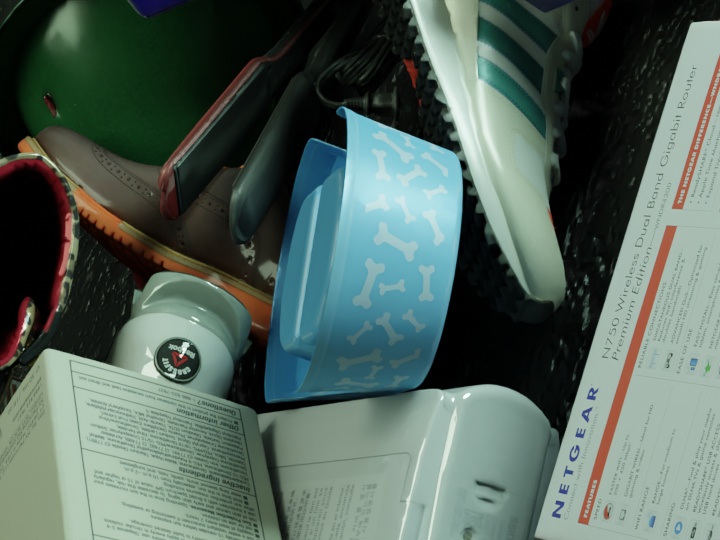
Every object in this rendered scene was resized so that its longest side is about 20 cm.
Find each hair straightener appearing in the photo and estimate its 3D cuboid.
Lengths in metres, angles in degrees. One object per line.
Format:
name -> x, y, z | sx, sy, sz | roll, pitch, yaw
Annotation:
hair straightener -> -0.008, -0.081, 1.295 | 0.200, 0.077, 0.041 | -51, -26, -38

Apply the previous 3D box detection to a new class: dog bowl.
dog bowl -> 0.000, 0.000, 1.160 | 0.200, 0.049, 0.112 | 149, 130, -80

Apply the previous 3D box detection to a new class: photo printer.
photo printer -> -0.008, 0.134, 1.169 | 0.200, 0.069, 0.167 | -14, 60, 59

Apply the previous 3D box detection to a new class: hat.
hat -> -0.076, -0.028, 1.362 | 0.165, 0.200, 0.176 | -25, 54, 5

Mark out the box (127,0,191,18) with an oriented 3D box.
box -> -0.025, -0.230, 1.287 | 0.200, 0.105, 0.184 | -21, 31, 23

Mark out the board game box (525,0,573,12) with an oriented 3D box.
board game box -> 0.133, -0.210, 1.117 | 0.200, 0.057, 0.166 | -20, 55, 40

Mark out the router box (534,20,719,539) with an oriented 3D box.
router box -> 0.151, 0.013, 0.980 | 0.179, 0.049, 0.201 | 8, 79, 63

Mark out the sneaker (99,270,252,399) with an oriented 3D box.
sneaker -> -0.102, 0.083, 1.297 | 0.200, 0.074, 0.089 | 107, -177, -60

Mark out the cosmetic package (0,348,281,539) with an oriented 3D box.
cosmetic package -> -0.085, 0.132, 1.124 | 0.071, 0.105, 0.200 | -55, 29, 31

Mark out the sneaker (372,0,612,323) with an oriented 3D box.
sneaker -> 0.067, -0.081, 1.176 | 0.070, 0.093, 0.200 | 103, 151, -71

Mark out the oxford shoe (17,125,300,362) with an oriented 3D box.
oxford shoe -> -0.066, -0.020, 1.310 | 0.073, 0.200, 0.071 | -56, -19, -7

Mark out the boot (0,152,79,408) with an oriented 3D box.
boot -> -0.182, 0.042, 1.281 | 0.200, 0.073, 0.151 | -67, 11, -14

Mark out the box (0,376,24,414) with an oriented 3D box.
box -> -0.233, 0.164, 1.461 | 0.200, 0.166, 0.165 | -49, 35, 36
